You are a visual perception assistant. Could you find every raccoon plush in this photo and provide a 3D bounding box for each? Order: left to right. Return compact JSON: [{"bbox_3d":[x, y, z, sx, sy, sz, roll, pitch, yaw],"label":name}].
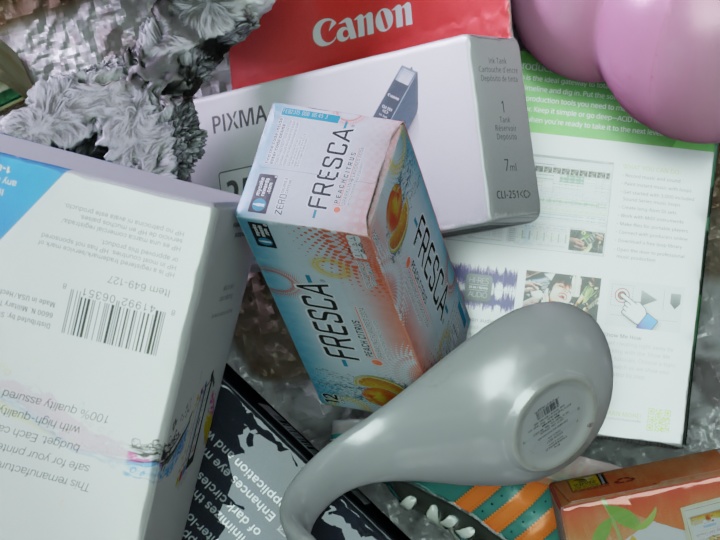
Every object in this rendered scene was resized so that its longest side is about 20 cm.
[{"bbox_3d":[-0.108,-0.058,1.478,0.200,0.134,0.097,-35,77,-8],"label":"raccoon plush"}]

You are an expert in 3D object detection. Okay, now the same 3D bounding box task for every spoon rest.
[{"bbox_3d":[0.041,0.084,1.386,0.200,0.061,0.099,-30,128,-23],"label":"spoon rest"}]

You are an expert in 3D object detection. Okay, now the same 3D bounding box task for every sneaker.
[{"bbox_3d":[0.076,0.127,1.465,0.200,0.071,0.080,14,86,-1],"label":"sneaker"}]

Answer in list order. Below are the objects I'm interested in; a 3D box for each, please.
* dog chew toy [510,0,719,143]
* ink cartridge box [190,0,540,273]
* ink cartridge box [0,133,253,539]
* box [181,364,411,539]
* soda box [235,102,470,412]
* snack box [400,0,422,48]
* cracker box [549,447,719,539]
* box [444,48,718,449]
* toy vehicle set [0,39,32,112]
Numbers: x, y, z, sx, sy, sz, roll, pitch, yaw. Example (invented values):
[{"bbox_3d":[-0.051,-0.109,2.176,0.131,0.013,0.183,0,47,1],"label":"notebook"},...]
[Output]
[{"bbox_3d":[0.132,-0.143,1.439,0.200,0.125,0.125,23,88,23],"label":"dog chew toy"},{"bbox_3d":[-0.007,-0.097,1.452,0.200,0.045,0.176,-10,84,41],"label":"ink cartridge box"},{"bbox_3d":[-0.145,0.048,1.330,0.147,0.145,0.200,14,94,6],"label":"ink cartridge box"},{"bbox_3d":[-0.090,0.164,1.458,0.197,0.117,0.200,44,89,6],"label":"box"},{"bbox_3d":[0.000,0.000,1.371,0.068,0.200,0.064,9,64,16],"label":"soda box"},{"bbox_3d":[0.023,-0.135,1.491,0.024,0.072,0.200,-2,86,-20],"label":"snack box"},{"bbox_3d":[0.179,0.192,1.422,0.134,0.058,0.200,-11,99,-1],"label":"cracker box"},{"bbox_3d":[0.109,-0.014,1.496,0.144,0.036,0.200,7,88,5],"label":"box"},{"bbox_3d":[-0.273,-0.069,1.485,0.200,0.124,0.027,-24,85,3],"label":"toy vehicle set"}]
